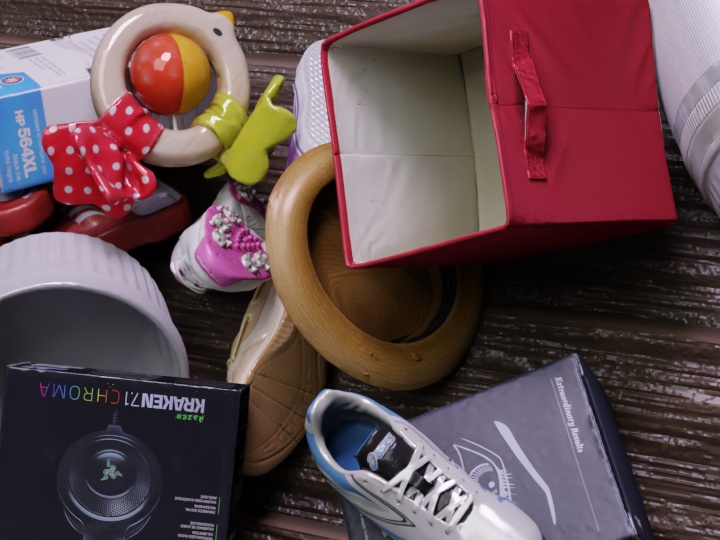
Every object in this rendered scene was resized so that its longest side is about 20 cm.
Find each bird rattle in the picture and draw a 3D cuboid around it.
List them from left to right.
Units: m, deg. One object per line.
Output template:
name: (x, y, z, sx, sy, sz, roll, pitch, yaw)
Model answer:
bird rattle: (-0.154, -0.127, 1.501, 0.198, 0.113, 0.165, -7, 80, -11)

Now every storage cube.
storage cube: (0.098, -0.101, 1.379, 0.199, 0.178, 0.173, -14, 81, 50)

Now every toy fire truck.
toy fire truck: (-0.248, -0.046, 1.607, 0.167, 0.113, 0.200, -24, 28, -20)

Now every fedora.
fedora: (0.000, 0.000, 1.457, 0.082, 0.199, 0.203, -24, 47, 55)

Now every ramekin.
ramekin: (-0.235, 0.066, 1.492, 0.199, 0.201, 0.105, -27, 33, 8)

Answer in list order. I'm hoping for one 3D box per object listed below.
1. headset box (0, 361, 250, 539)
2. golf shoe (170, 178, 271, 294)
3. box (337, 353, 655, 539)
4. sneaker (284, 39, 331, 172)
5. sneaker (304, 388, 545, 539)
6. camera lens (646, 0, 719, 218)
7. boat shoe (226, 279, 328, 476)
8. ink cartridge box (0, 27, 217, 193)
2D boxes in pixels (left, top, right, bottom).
headset box: (-0.176, 0.175, 1.381, 0.172, 0.093, 0.203, 6, 90, 2)
golf shoe: (-0.112, -0.009, 1.507, 0.091, 0.200, 0.075, -43, 96, 12)
box: (0.096, 0.173, 1.338, 0.198, 0.104, 0.149, -21, 57, 12)
sneaker: (-0.034, -0.105, 1.568, 0.072, 0.115, 0.201, 18, 36, -2)
sneaker: (0.037, 0.146, 1.273, 0.199, 0.073, 0.072, 32, 77, 32)
camera lens: (0.295, -0.143, 1.386, 0.159, 0.160, 0.202, -23, 57, 11)
boat shoe: (-0.068, 0.070, 1.494, 0.069, 0.074, 0.201, -10, 49, 50)
ink cartridge box: (-0.229, -0.141, 1.585, 0.198, 0.085, 0.146, -15, 23, -22)
